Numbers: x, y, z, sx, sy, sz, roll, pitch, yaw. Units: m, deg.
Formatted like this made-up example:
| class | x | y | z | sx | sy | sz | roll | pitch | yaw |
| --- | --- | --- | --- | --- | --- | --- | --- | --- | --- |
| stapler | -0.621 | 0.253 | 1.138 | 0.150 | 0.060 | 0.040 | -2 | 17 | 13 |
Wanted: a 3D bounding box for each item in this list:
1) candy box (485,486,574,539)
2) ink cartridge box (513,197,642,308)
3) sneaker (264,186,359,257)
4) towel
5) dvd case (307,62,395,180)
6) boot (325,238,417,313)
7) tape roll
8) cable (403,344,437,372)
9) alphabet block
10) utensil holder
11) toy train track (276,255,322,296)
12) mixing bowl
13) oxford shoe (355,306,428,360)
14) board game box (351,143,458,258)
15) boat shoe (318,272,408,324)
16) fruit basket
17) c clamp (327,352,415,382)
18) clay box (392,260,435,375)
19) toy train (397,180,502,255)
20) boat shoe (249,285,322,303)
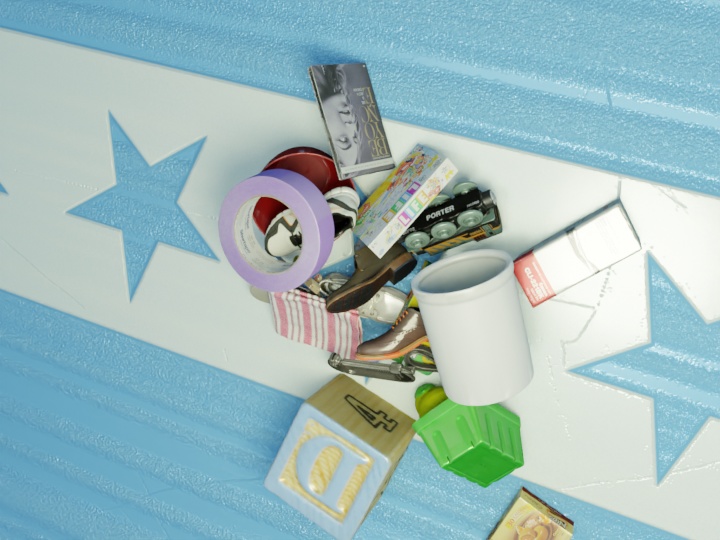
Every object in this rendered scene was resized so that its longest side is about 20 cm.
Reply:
| class | x | y | z | sx | sy | sz | roll | pitch | yaw |
| --- | --- | --- | --- | --- | --- | --- | --- | --- | --- |
| candy box | 0.293 | 0.519 | 1.422 | 0.114 | 0.055 | 0.202 | 33 | 107 | 12 |
| ink cartridge box | 0.360 | -0.031 | 1.276 | 0.198 | 0.144 | 0.085 | -32 | 87 | 21 |
| sneaker | -0.091 | -0.077 | 1.368 | 0.197 | 0.081 | 0.074 | -29 | 126 | 17 |
| towel | -0.088 | 0.102 | 1.472 | 0.196 | 0.030 | 0.148 | 17 | 140 | 17 |
| dvd case | -0.013 | -0.271 | 1.379 | 0.016 | 0.147 | 0.204 | -14 | 93 | 43 |
| boot | 0.000 | 0.000 | 1.407 | 0.097 | 0.198 | 0.075 | 51 | 154 | 24 |
| tape roll | -0.146 | -0.069 | 1.326 | 0.196 | 0.066 | 0.205 | 7 | 109 | 21 |
| cable | 0.177 | 0.171 | 1.404 | 0.195 | 0.051 | 0.099 | 3 | 123 | 8 |
| alphabet block | -0.031 | 0.343 | 1.439 | 0.194 | 0.200 | 0.198 | 32 | 106 | 12 |
| utensil holder | 0.186 | 0.092 | 1.254 | 0.166 | 0.170 | 0.204 | -10 | 110 | 20 |
| toy train track | -0.125 | -0.013 | 1.458 | 0.033 | 0.115 | 0.199 | -49 | 39 | -3 |
| mixing bowl | -0.107 | -0.153 | 1.426 | 0.195 | 0.109 | 0.203 | -3 | 127 | -4 |
| oxford shoe | 0.078 | 0.102 | 1.356 | 0.196 | 0.071 | 0.074 | -20 | 103 | -5 |
| board game box | 0.069 | -0.126 | 1.349 | 0.034 | 0.134 | 0.200 | 41 | 92 | -27 |
| boat shoe | 0.010 | 0.059 | 1.454 | 0.196 | 0.069 | 0.072 | 16 | 99 | 15 |
| fruit basket | 0.181 | 0.269 | 1.382 | 0.154 | 0.215 | 0.218 | -36 | 85 | 20 |
| c clamp | 0.020 | 0.178 | 1.423 | 0.196 | 0.170 | 0.028 | 3 | 73 | 28 |
| clay box | 0.127 | 0.098 | 1.411 | 0.113 | 0.048 | 0.203 | 23 | 104 | -8 |
| toy train | 0.158 | -0.082 | 1.360 | 0.197 | 0.114 | 0.087 | -22 | 57 | 24 |
| boat shoe | -0.122 | 0.049 | 1.507 | 0.196 | 0.057 | 0.068 | 21 | 143 | 12 |
